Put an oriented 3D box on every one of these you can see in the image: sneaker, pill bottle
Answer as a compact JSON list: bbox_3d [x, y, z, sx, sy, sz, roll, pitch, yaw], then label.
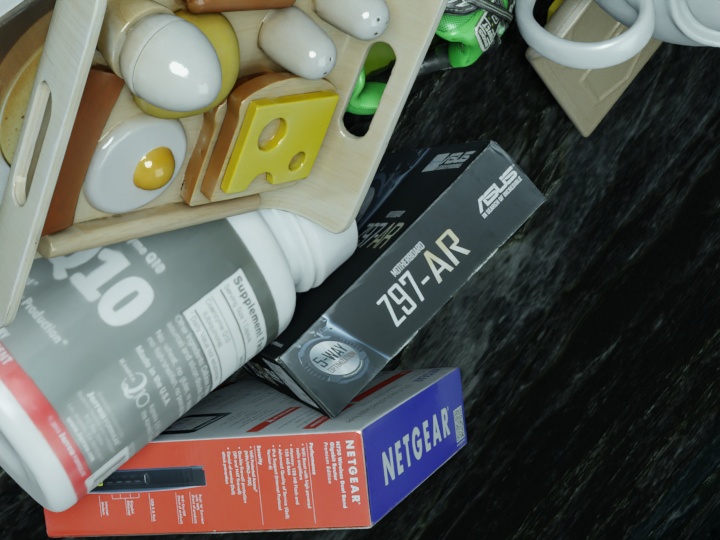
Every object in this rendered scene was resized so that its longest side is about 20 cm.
[{"bbox_3d":[0.058,-0.140,0.648,0.199,0.085,0.078,-35,145,5],"label":"sneaker"},{"bbox_3d":[-0.105,0.012,0.671,0.200,0.114,0.114,-40,153,-22],"label":"pill bottle"}]

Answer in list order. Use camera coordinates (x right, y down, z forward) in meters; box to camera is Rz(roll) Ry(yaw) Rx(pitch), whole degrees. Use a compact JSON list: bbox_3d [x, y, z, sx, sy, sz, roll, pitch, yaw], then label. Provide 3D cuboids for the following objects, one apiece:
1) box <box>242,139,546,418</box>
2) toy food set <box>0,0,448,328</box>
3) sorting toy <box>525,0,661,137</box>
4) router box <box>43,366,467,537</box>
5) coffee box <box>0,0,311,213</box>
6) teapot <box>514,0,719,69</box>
[{"bbox_3d":[0.000,0.000,0.773,0.160,0.044,0.200,-45,-167,-10],"label":"box"},{"bbox_3d":[-0.049,-0.058,0.540,0.199,0.060,0.144,-16,137,-48],"label":"toy food set"},{"bbox_3d":[0.192,-0.198,0.973,0.185,0.036,0.200,-52,159,3],"label":"sorting toy"},{"bbox_3d":[-0.051,0.097,0.764,0.200,0.178,0.049,-15,100,-71],"label":"router box"},{"bbox_3d":[-0.099,-0.116,0.547,0.200,0.080,0.113,-41,152,-19],"label":"coffee box"},{"bbox_3d":[0.210,-0.198,0.781,0.196,0.147,0.200,11,131,-31],"label":"teapot"}]
